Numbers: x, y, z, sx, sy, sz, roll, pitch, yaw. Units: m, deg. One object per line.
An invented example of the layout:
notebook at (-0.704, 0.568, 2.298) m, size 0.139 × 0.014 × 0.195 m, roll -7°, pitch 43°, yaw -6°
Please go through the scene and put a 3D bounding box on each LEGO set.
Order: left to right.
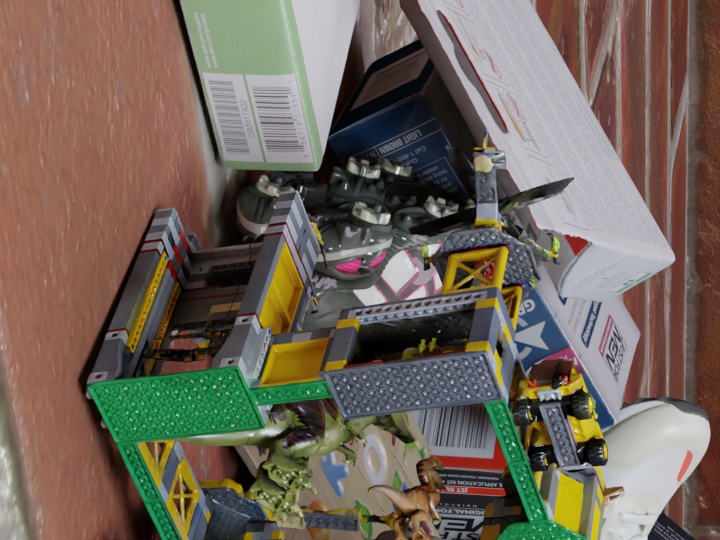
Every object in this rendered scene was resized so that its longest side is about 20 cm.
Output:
LEGO set at (0.001, 0.038, 0.795) m, size 0.154 × 0.199 × 0.116 m, roll 60°, pitch 29°, yaw -31°

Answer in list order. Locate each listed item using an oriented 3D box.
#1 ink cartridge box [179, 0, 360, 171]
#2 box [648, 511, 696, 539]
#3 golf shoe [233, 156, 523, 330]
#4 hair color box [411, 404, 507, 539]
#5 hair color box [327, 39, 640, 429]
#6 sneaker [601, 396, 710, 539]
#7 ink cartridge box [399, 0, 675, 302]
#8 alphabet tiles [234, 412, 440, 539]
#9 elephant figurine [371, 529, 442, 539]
ink cartridge box at (-0.027, -0.161, 0.887) m, size 0.146 × 0.048 × 0.200 m, roll 78°, pitch 19°, yaw -50°
box at (0.143, 0.285, 1.385) m, size 0.200 × 0.123 × 0.198 m, roll -49°, pitch -176°, yaw 28°
golf shoe at (0.000, 0.000, 0.965) m, size 0.200 × 0.077 × 0.088 m, roll -8°, pitch 121°, yaw -57°
hair color box at (0.063, 0.148, 1.239) m, size 0.200 × 0.101 × 0.061 m, roll 77°, pitch 19°, yaw -49°
hair color box at (0.066, -0.015, 1.109) m, size 0.200 × 0.060 × 0.100 m, roll 58°, pitch 27°, yaw -16°
sneaker at (0.124, 0.156, 1.132) m, size 0.070 × 0.200 × 0.094 m, roll 18°, pitch 34°, yaw -38°
ink cartridge box at (0.060, -0.067, 0.974) m, size 0.161 × 0.050 × 0.200 m, roll 62°, pitch 21°, yaw 14°
alphabet tiles at (-0.008, 0.101, 1.000) m, size 0.167 × 0.006 × 0.200 m, roll -74°, pitch 146°, yaw -44°
elephant figurine at (0.018, 0.167, 0.808) m, size 0.156 × 0.141 × 0.200 m, roll -63°, pitch 176°, yaw 2°
